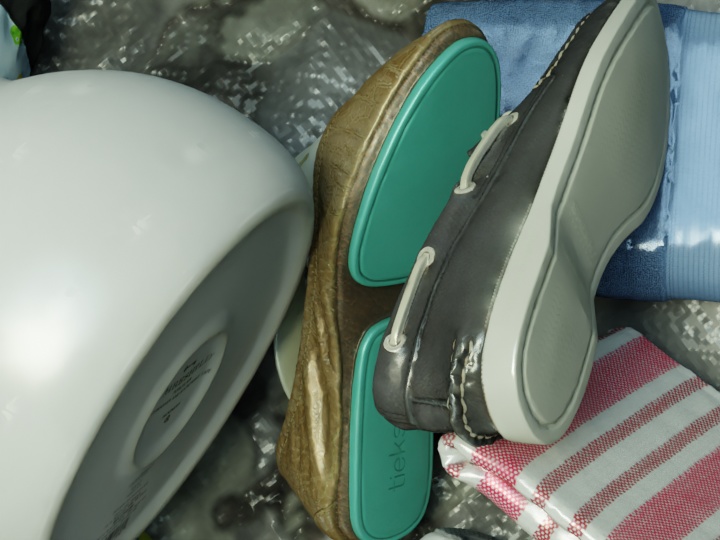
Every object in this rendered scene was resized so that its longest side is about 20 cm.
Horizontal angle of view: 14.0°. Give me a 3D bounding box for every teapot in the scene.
[{"bbox_3d":[-0.117,0.004,0.995,0.146,0.200,0.198,33,79,12],"label":"teapot"}]

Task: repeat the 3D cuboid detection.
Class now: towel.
[{"bbox_3d":[0.130,0.101,1.004,0.200,0.146,0.030,38,117,16],"label":"towel"},{"bbox_3d":[0.120,-0.042,1.080,0.200,0.049,0.112,5,78,10],"label":"towel"}]

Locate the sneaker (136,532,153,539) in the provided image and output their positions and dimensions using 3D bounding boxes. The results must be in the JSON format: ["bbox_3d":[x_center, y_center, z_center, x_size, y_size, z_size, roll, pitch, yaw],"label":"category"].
[{"bbox_3d":[-0.072,0.164,1.064,0.200,0.071,0.083,43,106,15],"label":"sneaker"}]

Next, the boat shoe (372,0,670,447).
[{"bbox_3d":[0.059,-0.021,1.001,0.060,0.074,0.200,0,49,27],"label":"boat shoe"}]

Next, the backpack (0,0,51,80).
[{"bbox_3d":[-0.217,-0.030,1.095,0.163,0.154,0.200,10,52,11],"label":"backpack"}]

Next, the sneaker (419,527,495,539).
[{"bbox_3d":[0.074,0.174,1.026,0.082,0.075,0.200,-47,65,16],"label":"sneaker"}]

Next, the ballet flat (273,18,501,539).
[{"bbox_3d":[0.000,0.000,1.056,0.072,0.068,0.200,27,118,43],"label":"ballet flat"}]
